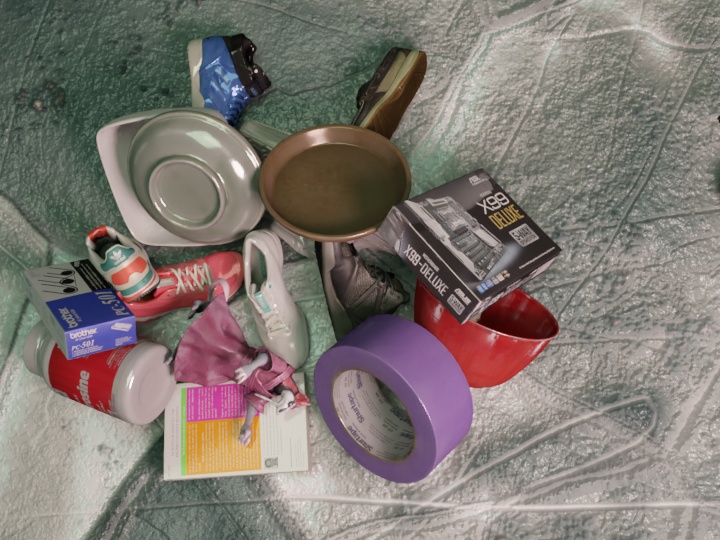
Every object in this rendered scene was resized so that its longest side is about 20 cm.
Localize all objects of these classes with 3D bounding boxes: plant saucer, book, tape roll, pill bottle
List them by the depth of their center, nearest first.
[{"bbox_3d":[0.039,0.164,1.141,0.200,0.200,0.085,46,49,12],"label":"tape roll"},{"bbox_3d":[-0.033,-0.111,1.158,0.197,0.030,0.202,0,53,0],"label":"plant saucer"},{"bbox_3d":[-0.224,-0.111,1.187,0.198,0.050,0.202,7,126,10],"label":"plant saucer"},{"bbox_3d":[-0.361,0.130,1.229,0.198,0.112,0.113,15,82,24],"label":"pill bottle"},{"bbox_3d":[-0.170,0.216,1.238,0.197,0.048,0.135,-5,76,5],"label":"book"}]

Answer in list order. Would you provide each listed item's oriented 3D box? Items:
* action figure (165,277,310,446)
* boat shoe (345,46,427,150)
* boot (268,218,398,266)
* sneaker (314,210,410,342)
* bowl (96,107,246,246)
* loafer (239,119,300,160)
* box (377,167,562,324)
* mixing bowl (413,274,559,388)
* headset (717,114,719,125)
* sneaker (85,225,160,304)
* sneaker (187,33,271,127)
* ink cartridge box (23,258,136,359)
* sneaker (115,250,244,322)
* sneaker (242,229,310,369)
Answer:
[{"bbox_3d":[-0.153,0.131,1.207,0.198,0.135,0.149,26,41,0],"label":"action figure"},{"bbox_3d":[0.026,-0.239,1.278,0.064,0.073,0.201,23,64,25],"label":"boat shoe"},{"bbox_3d":[-0.032,-0.046,1.263,0.199,0.073,0.096,28,94,15],"label":"boot"},{"bbox_3d":[0.000,0.000,1.208,0.113,0.076,0.201,-16,117,-5],"label":"sneaker"},{"bbox_3d":[-0.248,-0.138,1.249,0.198,0.075,0.201,-2,124,18],"label":"bowl"},{"bbox_3d":[-0.077,-0.170,1.284,0.198,0.070,0.070,26,74,1],"label":"loafer"},{"bbox_3d":[0.140,-0.037,1.120,0.199,0.050,0.158,-25,68,-44],"label":"box"},{"bbox_3d":[0.146,0.082,1.169,0.199,0.200,0.109,26,111,10],"label":"mixing bowl"},{"bbox_3d":[0.540,-0.127,1.193,0.123,0.094,0.201,-34,90,-1],"label":"headset"},{"bbox_3d":[-0.339,-0.031,1.229,0.070,0.200,0.094,-35,122,-12],"label":"sneaker"},{"bbox_3d":[-0.184,-0.248,1.302,0.110,0.077,0.202,-9,79,7],"label":"sneaker"},{"bbox_3d":[-0.382,0.047,1.213,0.093,0.200,0.045,-13,120,-31],"label":"ink cartridge box"},{"bbox_3d":[-0.253,0.024,1.258,0.198,0.087,0.074,-20,80,2],"label":"sneaker"},{"bbox_3d":[-0.126,0.045,1.227,0.074,0.088,0.202,-17,93,7],"label":"sneaker"}]
